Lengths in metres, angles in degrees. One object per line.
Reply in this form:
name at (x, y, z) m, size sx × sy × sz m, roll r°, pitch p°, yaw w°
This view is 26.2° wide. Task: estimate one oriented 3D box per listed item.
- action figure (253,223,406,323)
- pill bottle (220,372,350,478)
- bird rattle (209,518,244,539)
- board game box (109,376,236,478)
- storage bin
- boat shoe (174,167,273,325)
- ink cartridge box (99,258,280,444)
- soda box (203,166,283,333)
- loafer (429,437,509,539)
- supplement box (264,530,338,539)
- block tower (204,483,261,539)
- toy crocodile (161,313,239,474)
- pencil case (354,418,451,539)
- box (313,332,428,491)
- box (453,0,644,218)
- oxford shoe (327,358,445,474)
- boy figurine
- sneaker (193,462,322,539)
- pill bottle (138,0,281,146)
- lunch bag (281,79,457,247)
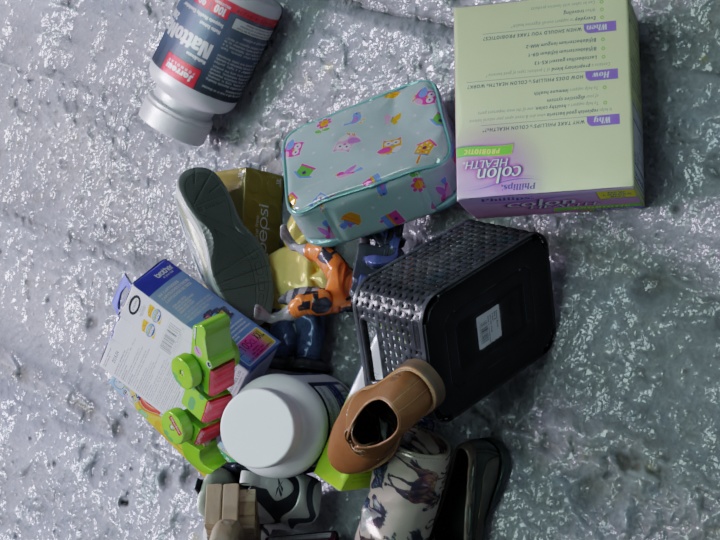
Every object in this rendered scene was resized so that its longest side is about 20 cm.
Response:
action figure at (0.000, 0.000, 1.705) m, size 0.193 × 0.105 × 0.200 m, roll 8°, pitch 47°, yaw 14°
pill bottle at (-0.078, 0.166, 1.668) m, size 0.111 × 0.200 × 0.112 m, roll -1°, pitch 86°, yaw 17°
bird rattle at (-0.135, 0.335, 1.576) m, size 0.112 × 0.200 × 0.164 m, roll 8°, pitch 95°, yaw 11°
board game box at (-0.186, 0.152, 1.828) m, size 0.200 × 0.034 × 0.135 m, roll 43°, pitch 114°, yaw 7°
storage bin at (0.097, 0.046, 1.538) m, size 0.093 × 0.200 × 0.136 m, roll 13°, pitch 122°, yaw 40°
boat shoe at (-0.161, -0.021, 1.791) m, size 0.203 × 0.074 × 0.065 m, roll 62°, pitch 153°, yaw 14°
ink cartridge box at (-0.207, 0.084, 1.746) m, size 0.200 × 0.076 × 0.137 m, roll 35°, pitch 126°, yaw 8°
soda box at (-0.142, -0.019, 1.858) m, size 0.064 × 0.068 × 0.201 m, roll -5°, pitch 79°, yaw 41°
loafer at (0.095, 0.268, 1.607) m, size 0.072 × 0.063 × 0.201 m, roll 18°, pitch 94°, yaw 41°
supplement box at (-0.063, 0.342, 1.631) m, size 0.085 × 0.200 × 0.111 m, roll -4°, pitch 86°, yaw 0°
block tower at (-0.134, 0.318, 1.694) m, size 0.054 × 0.201 × 0.058 m, roll -2°, pitch 44°, yaw 1°
toy crocodile at (-0.163, 0.132, 1.650) m, size 0.062 × 0.067 × 0.201 m, roll 36°, pitch 130°, yaw 31°
pencil case at (0.034, 0.251, 1.599) m, size 0.089 × 0.078 × 0.201 m, roll 38°, pitch 123°, yaw 45°
box at (0.035, 0.134, 1.643) m, size 0.048 × 0.122 × 0.201 m, roll 31°, pitch 104°, yaw 30°
box at (0.189, -0.162, 1.544) m, size 0.175 × 0.097 × 0.201 m, roll -4°, pitch 78°, yaw 16°
oxford shoe at (0.005, 0.151, 1.489) m, size 0.071 × 0.071 × 0.200 m, roll 48°, pitch 143°, yaw 8°
boy figurine at (-0.071, 0.017, 1.793) m, size 0.124 × 0.064 × 0.201 m, roll -4°, pitch 79°, yaw 35°
sneaker at (-0.151, 0.265, 1.756) m, size 0.199 × 0.129 × 0.080 m, roll -22°, pitch 51°, yaw 48°
pill bottle at (-0.191, -0.261, 1.909) m, size 0.120 × 0.119 × 0.201 m, roll 39°, pitch 108°, yaw 38°
lunch bag at (0.016, -0.119, 1.683) m, size 0.199 × 0.077 × 0.161 m, roll -19°, pitch 43°, yaw 10°
